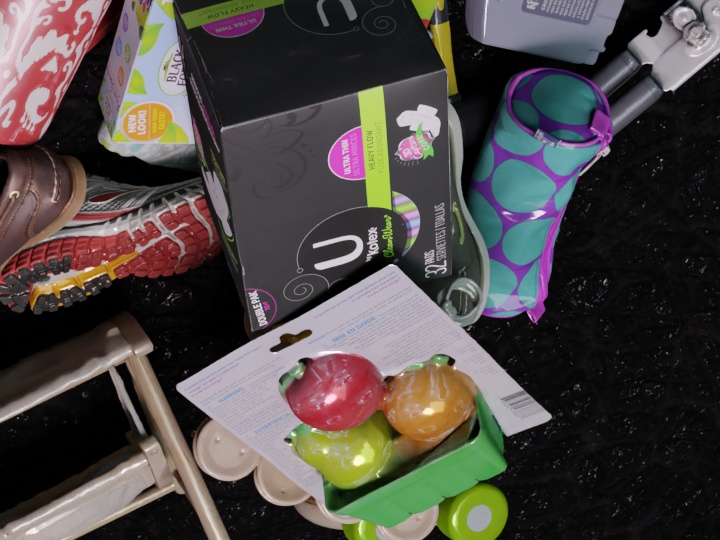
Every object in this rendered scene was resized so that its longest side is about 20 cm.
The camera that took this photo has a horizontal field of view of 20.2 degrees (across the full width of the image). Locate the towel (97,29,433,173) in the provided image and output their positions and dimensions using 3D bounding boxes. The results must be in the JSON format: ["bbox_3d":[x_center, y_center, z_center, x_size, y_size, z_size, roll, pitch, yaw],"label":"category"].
[{"bbox_3d":[-0.065,-0.135,1.446,0.200,0.048,0.171,11,126,-33],"label":"towel"}]

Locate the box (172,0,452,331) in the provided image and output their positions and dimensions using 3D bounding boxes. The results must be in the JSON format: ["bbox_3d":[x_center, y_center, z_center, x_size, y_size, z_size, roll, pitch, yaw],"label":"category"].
[{"bbox_3d":[-0.028,-0.083,1.308,0.148,0.124,0.200,-16,142,-9],"label":"box"}]

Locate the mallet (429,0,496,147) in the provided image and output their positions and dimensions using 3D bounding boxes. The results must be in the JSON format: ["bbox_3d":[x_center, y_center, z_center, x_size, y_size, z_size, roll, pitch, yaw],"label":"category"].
[{"bbox_3d":[0.069,-0.184,1.528,0.066,0.041,0.200,-13,117,-22],"label":"mallet"}]

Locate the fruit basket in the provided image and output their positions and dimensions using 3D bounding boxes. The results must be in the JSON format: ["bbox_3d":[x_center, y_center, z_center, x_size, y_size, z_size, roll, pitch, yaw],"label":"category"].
[{"bbox_3d":[0.004,0.086,1.397,0.185,0.094,0.200,-30,125,22],"label":"fruit basket"}]

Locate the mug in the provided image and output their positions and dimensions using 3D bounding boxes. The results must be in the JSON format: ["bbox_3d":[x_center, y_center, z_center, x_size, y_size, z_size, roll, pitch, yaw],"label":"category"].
[{"bbox_3d":[-0.202,-0.188,1.324,0.177,0.133,0.200,15,111,-31],"label":"mug"}]

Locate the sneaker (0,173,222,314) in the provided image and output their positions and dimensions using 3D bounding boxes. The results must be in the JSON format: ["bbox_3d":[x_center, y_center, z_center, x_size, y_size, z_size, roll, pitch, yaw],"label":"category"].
[{"bbox_3d":[-0.171,-0.041,1.441,0.200,0.082,0.078,-15,147,-14],"label":"sneaker"}]

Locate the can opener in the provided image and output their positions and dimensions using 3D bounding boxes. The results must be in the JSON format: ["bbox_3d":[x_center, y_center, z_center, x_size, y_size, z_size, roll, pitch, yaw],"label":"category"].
[{"bbox_3d":[0.217,-0.148,1.606,0.200,0.066,0.053,-40,85,5],"label":"can opener"}]

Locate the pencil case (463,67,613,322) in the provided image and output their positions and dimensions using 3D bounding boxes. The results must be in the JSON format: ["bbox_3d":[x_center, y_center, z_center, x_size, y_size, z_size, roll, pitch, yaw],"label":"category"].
[{"bbox_3d":[0.129,-0.056,1.564,0.085,0.092,0.200,-46,161,-43],"label":"pencil case"}]

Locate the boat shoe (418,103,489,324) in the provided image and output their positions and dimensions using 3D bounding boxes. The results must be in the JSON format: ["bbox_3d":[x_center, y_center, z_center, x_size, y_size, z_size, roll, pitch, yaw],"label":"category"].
[{"bbox_3d":[0.050,-0.035,1.538,0.060,0.072,0.202,-46,134,-47],"label":"boat shoe"}]

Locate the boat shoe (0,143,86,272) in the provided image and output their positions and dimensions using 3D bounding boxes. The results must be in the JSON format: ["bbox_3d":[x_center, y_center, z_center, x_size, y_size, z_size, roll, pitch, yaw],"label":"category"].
[{"bbox_3d":[-0.274,-0.021,1.375,0.200,0.070,0.070,-41,155,29],"label":"boat shoe"}]

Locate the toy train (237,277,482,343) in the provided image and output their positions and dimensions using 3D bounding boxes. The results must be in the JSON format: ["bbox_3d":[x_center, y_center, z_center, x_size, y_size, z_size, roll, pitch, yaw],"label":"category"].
[{"bbox_3d":[0.000,0.000,1.456,0.200,0.056,0.150,42,79,-16],"label":"toy train"}]

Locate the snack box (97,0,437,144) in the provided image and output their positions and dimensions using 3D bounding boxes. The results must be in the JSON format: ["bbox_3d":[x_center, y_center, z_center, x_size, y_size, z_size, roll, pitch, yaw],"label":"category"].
[{"bbox_3d":[-0.062,-0.150,1.355,0.200,0.053,0.142,0,135,-25],"label":"snack box"}]

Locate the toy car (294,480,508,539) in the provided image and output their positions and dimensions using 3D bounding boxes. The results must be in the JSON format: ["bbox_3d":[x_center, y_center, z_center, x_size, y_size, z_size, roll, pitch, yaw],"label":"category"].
[{"bbox_3d":[0.026,0.102,1.595,0.158,0.164,0.200,-2,104,-27],"label":"toy car"}]

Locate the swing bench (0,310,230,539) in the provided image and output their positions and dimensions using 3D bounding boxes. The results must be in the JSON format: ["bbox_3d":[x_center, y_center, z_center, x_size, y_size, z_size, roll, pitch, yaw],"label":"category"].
[{"bbox_3d":[-0.230,0.148,1.494,0.199,0.130,0.200,-26,117,-13],"label":"swing bench"}]

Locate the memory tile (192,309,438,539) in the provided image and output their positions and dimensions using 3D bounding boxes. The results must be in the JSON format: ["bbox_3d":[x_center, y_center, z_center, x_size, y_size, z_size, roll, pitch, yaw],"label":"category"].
[{"bbox_3d":[-0.014,0.108,1.492,0.200,0.017,0.153,22,84,-19],"label":"memory tile"}]

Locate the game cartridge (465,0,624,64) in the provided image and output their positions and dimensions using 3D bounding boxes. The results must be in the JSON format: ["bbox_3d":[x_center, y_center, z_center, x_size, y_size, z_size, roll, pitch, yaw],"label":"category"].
[{"bbox_3d":[0.156,-0.261,1.530,0.133,0.041,0.200,6,113,-34],"label":"game cartridge"}]
